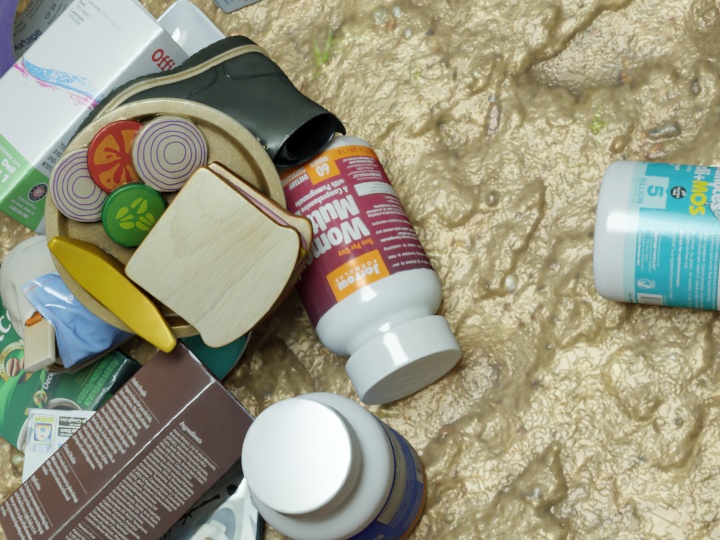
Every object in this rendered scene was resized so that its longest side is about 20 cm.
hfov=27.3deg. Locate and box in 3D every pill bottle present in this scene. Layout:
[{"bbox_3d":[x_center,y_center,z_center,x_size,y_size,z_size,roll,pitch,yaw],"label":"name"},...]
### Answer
[{"bbox_3d":[-0.022,0.155,1.126,0.111,0.200,0.113,-4,75,14],"label":"pill bottle"},{"bbox_3d":[0.000,0.000,1.209,0.109,0.110,0.201,-28,70,6],"label":"pill bottle"},{"bbox_3d":[0.284,-0.024,1.141,0.199,0.111,0.112,5,77,15],"label":"pill bottle"}]

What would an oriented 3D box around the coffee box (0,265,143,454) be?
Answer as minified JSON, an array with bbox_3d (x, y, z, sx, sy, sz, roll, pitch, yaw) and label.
[{"bbox_3d":[-0.302,0.079,1.302,0.199,0.044,0.123,33,86,20],"label":"coffee box"}]

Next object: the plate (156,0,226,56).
[{"bbox_3d":[-0.163,-0.111,1.322,0.200,0.032,0.200,-45,69,0],"label":"plate"}]

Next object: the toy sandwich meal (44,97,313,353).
[{"bbox_3d":[-0.141,-0.029,1.115,0.204,0.070,0.207,-1,102,-5],"label":"toy sandwich meal"}]

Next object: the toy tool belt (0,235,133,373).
[{"bbox_3d":[-0.197,0.006,1.214,0.199,0.125,0.123,-35,28,-6],"label":"toy tool belt"}]

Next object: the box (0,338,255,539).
[{"bbox_3d":[-0.179,0.155,1.143,0.200,0.075,0.100,-45,30,-5],"label":"box"}]

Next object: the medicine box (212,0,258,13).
[{"bbox_3d":[-0.070,-0.361,1.326,0.199,0.103,0.183,-20,72,10],"label":"medicine box"}]

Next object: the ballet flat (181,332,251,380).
[{"bbox_3d":[-0.119,0.029,1.237,0.069,0.069,0.200,46,124,21],"label":"ballet flat"}]

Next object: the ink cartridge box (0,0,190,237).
[{"bbox_3d":[-0.231,-0.130,1.251,0.084,0.145,0.200,43,89,20],"label":"ink cartridge box"}]

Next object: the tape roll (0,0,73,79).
[{"bbox_3d":[-0.288,-0.248,1.302,0.085,0.200,0.201,30,85,20],"label":"tape roll"}]

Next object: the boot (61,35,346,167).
[{"bbox_3d":[-0.125,-0.101,1.174,0.200,0.078,0.138,-38,52,-16],"label":"boot"}]

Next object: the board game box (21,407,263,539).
[{"bbox_3d":[-0.180,0.219,1.211,0.198,0.043,0.201,3,79,4],"label":"board game box"}]
